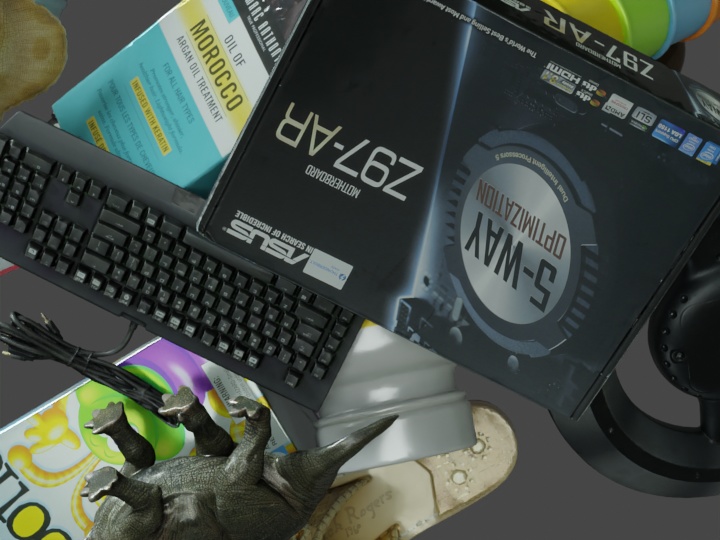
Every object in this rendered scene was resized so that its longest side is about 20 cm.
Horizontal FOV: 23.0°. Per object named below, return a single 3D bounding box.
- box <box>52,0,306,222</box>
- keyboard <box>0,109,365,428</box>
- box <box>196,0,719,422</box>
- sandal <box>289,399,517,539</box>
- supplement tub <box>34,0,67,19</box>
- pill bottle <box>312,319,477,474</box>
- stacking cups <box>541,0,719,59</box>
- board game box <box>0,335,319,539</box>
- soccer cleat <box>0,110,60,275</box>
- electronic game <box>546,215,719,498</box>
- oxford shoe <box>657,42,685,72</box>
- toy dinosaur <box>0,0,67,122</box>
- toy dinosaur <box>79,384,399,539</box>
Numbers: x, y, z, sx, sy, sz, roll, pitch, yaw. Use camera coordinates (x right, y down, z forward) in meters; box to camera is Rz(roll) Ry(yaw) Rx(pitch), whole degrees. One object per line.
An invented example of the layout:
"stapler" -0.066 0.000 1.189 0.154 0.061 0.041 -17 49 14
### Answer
"box" -0.051 -0.097 0.847 0.200 0.049 0.082 -34 72 25
"keyboard" -0.105 0.016 0.855 0.200 0.021 0.127 26 116 0
"box" 0.049 -0.043 0.786 0.200 0.044 0.160 27 118 -6
"sandal" -0.007 0.144 0.951 0.212 0.070 0.078 -37 89 6
"supplement tub" -0.190 -0.234 0.911 0.144 0.144 0.200 16 94 4
"pill bottle" 0.000 0.000 0.912 0.111 0.111 0.200 -12 86 6
"stacking cups" 0.142 -0.128 0.872 0.060 0.200 0.061 19 120 37
"board game box" -0.129 0.107 0.944 0.200 0.105 0.103 -31 91 7
"soccer cleat" -0.152 -0.052 0.963 0.200 0.068 0.073 -31 107 6
"electronic game" 0.185 0.028 0.909 0.200 0.042 0.200 -5 115 -12
"oxford shoe" 0.116 -0.069 0.886 0.073 0.084 0.200 52 57 -15
"toy dinosaur" -0.193 -0.099 0.850 0.101 0.058 0.200 6 124 -18
"toy dinosaur" -0.074 0.110 0.858 0.200 0.077 0.102 -26 125 -4
